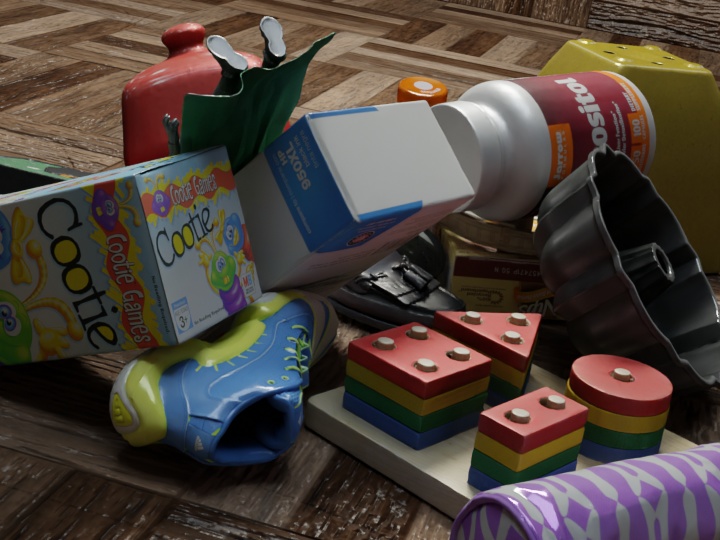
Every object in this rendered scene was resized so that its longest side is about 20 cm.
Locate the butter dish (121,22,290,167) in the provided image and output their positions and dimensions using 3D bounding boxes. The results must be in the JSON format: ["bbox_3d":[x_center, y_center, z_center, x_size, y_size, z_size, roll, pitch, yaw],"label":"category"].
[{"bbox_3d":[-0.154,-0.160,1.168,0.197,0.150,0.199,-13,3,-6],"label":"butter dish"}]

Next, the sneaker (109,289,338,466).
[{"bbox_3d":[-0.059,0.076,0.783,0.104,0.077,0.199,25,32,32],"label":"sneaker"}]

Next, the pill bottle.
[{"bbox_3d":[0.142,-0.102,1.013,0.198,0.115,0.112,-12,28,-37],"label":"pill bottle"}]

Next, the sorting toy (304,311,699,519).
[{"bbox_3d":[0.101,0.088,0.814,0.199,0.071,0.197,25,26,38],"label":"sorting toy"}]

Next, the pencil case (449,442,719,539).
[{"bbox_3d":[0.142,0.147,0.662,0.197,0.084,0.086,-7,60,-31],"label":"pencil case"}]

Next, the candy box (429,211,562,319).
[{"bbox_3d":[0.126,-0.020,1.134,0.113,0.056,0.201,5,21,-6],"label":"candy box"}]

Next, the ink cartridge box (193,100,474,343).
[{"bbox_3d":[-0.040,-0.032,0.889,0.144,0.199,0.085,-16,75,-51],"label":"ink cartridge box"}]

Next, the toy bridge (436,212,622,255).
[{"bbox_3d":[0.134,-0.037,1.061,0.197,0.028,0.067,15,24,21],"label":"toy bridge"}]

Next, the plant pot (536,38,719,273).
[{"bbox_3d":[0.267,-0.127,1.273,0.192,0.203,0.194,0,21,-19],"label":"plant pot"}]

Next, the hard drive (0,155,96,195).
[{"bbox_3d":[-0.221,-0.057,0.982,0.197,0.038,0.140,14,6,15],"label":"hard drive"}]

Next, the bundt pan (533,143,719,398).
[{"bbox_3d":[0.200,0.011,0.937,0.075,0.204,0.202,-30,2,27],"label":"bundt pan"}]

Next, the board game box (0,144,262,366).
[{"bbox_3d":[-0.181,-0.005,0.795,0.197,0.105,0.105,-9,11,29],"label":"board game box"}]

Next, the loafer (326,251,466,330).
[{"bbox_3d":[0.000,0.000,1.017,0.198,0.064,0.072,20,23,28],"label":"loafer"}]

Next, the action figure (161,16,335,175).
[{"bbox_3d":[-0.096,-0.091,0.851,0.117,0.201,0.055,-24,71,-30],"label":"action figure"}]

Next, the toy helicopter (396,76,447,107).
[{"bbox_3d":[0.026,-0.095,1.062,0.198,0.080,0.132,-17,40,-34],"label":"toy helicopter"}]

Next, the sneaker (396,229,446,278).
[{"bbox_3d":[0.006,-0.044,1.113,0.198,0.076,0.084,24,30,36],"label":"sneaker"}]
